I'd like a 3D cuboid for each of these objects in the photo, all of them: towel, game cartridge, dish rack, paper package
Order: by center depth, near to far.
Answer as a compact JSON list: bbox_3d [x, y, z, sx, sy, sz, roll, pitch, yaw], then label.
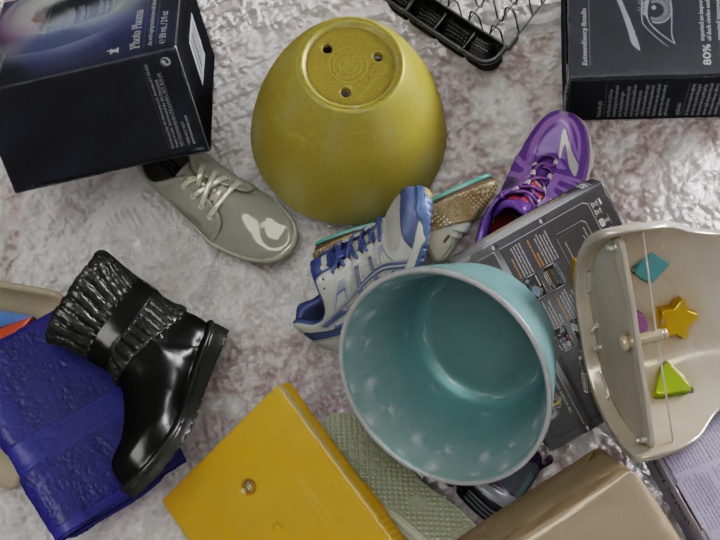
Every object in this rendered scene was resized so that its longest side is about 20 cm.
[{"bbox_3d":[0.195,0.287,1.189,0.190,0.103,0.201,-33,97,-3],"label":"paper package"},{"bbox_3d":[-0.068,0.235,1.279,0.176,0.032,0.200,-44,73,19],"label":"game cartridge"},{"bbox_3d":[-0.279,0.143,1.335,0.147,0.050,0.201,-29,78,-28],"label":"towel"},{"bbox_3d":[0.132,-0.313,1.433,0.153,0.055,0.200,36,81,15],"label":"dish rack"}]

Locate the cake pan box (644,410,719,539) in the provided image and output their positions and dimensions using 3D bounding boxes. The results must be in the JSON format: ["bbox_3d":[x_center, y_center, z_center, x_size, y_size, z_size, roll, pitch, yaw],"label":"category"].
[{"bbox_3d":[0.361,0.184,1.213,0.183,0.052,0.201,-18,52,-11],"label":"cake pan box"}]

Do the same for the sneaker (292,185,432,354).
[{"bbox_3d":[0.000,0.000,1.289,0.088,0.201,0.075,20,32,-10],"label":"sneaker"}]

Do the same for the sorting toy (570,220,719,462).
[{"bbox_3d":[0.290,0.044,1.224,0.179,0.107,0.202,-11,97,-11],"label":"sorting toy"}]

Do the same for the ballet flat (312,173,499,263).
[{"bbox_3d":[0.051,-0.029,1.350,0.199,0.070,0.066,-23,82,18],"label":"ballet flat"}]

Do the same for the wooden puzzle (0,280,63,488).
[{"bbox_3d":[-0.403,0.102,1.387,0.184,0.046,0.201,9,75,10],"label":"wooden puzzle"}]

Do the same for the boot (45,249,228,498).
[{"bbox_3d":[-0.227,0.095,1.298,0.157,0.079,0.212,32,45,-13],"label":"boot"}]

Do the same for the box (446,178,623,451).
[{"bbox_3d":[0.195,0.041,1.284,0.158,0.048,0.201,-29,97,-1],"label":"box"}]

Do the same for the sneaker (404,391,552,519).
[{"bbox_3d":[0.084,0.142,1.307,0.200,0.074,0.088,43,70,7],"label":"sneaker"}]

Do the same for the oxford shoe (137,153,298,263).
[{"bbox_3d":[-0.149,-0.075,1.392,0.200,0.058,0.075,37,79,14],"label":"oxford shoe"}]

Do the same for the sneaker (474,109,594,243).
[{"bbox_3d":[0.166,-0.068,1.341,0.080,0.083,0.201,23,77,13],"label":"sneaker"}]

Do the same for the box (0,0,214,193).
[{"bbox_3d":[-0.255,-0.194,1.368,0.197,0.124,0.201,-13,35,4],"label":"box"}]

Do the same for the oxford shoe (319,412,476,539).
[{"bbox_3d":[0.029,0.211,1.292,0.075,0.058,0.200,-33,63,-32],"label":"oxford shoe"}]

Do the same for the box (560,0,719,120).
[{"bbox_3d":[0.296,-0.234,1.361,0.198,0.104,0.149,0,74,8],"label":"box"}]

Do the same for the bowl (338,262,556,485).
[{"bbox_3d":[0.091,0.074,1.214,0.200,0.105,0.202,11,116,25],"label":"bowl"}]

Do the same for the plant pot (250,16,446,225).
[{"bbox_3d":[-0.010,-0.165,1.345,0.198,0.142,0.201,1,68,-2],"label":"plant pot"}]
